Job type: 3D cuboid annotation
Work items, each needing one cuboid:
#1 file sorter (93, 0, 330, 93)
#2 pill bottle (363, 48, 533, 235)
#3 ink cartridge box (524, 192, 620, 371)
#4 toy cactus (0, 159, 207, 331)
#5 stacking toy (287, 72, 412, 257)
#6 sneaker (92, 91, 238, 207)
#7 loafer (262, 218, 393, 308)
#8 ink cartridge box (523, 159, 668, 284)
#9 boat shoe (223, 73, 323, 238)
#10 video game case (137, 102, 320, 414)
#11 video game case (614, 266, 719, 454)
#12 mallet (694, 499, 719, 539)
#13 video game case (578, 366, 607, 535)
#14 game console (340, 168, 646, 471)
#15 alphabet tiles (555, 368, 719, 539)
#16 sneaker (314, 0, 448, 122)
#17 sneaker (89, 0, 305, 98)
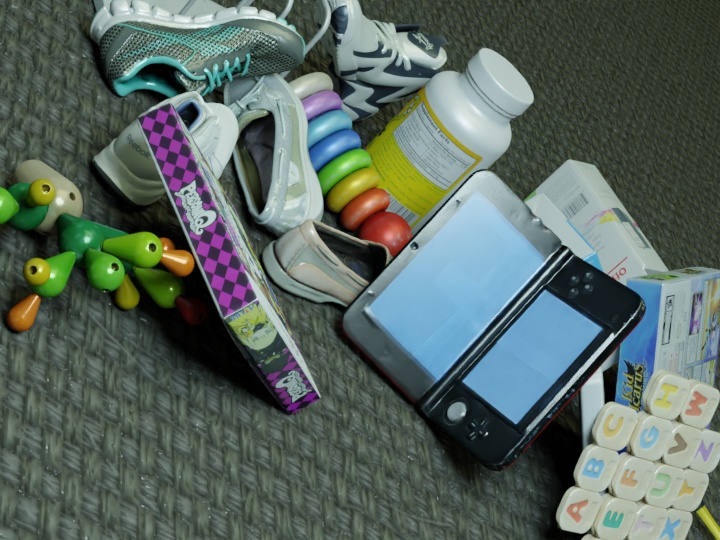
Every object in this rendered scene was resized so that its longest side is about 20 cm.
[{"bbox_3d":[-0.149,-0.276,1.568,0.199,0.125,0.139,21,35,-40],"label":"file sorter"},{"bbox_3d":[0.079,-0.127,1.605,0.104,0.200,0.105,34,28,-22],"label":"pill bottle"},{"bbox_3d":[0.211,0.033,1.646,0.115,0.068,0.201,55,-6,48],"label":"ink cartridge box"},{"bbox_3d":[-0.215,-0.022,1.185,0.199,0.103,0.165,15,21,-42],"label":"toy cactus"},{"bbox_3d":[-0.018,-0.089,1.565,0.201,0.085,0.085,58,28,9],"label":"stacking toy"},{"bbox_3d":[-0.148,-0.115,1.387,0.075,0.087,0.200,44,25,2],"label":"sneaker"},{"bbox_3d":[0.000,0.000,1.468,0.199,0.063,0.072,15,41,-46],"label":"loafer"},{"bbox_3d":[0.260,-0.010,1.797,0.067,0.117,0.201,8,45,-54],"label":"ink cartridge box"},{"bbox_3d":[-0.091,-0.117,1.491,0.065,0.074,0.203,23,41,-45],"label":"boat shoe"},{"bbox_3d":[-0.103,-0.007,1.268,0.201,0.036,0.182,64,0,32],"label":"video game case"},{"bbox_3d":[0.320,0.102,1.674,0.045,0.202,0.181,9,8,32],"label":"video game case"},{"bbox_3d":[0.375,0.289,1.646,0.066,0.041,0.201,-5,60,-59],"label":"mallet"},{"bbox_3d":[0.216,0.131,1.503,0.182,0.023,0.201,-83,167,-58],"label":"video game case"},{"bbox_3d":[0.114,0.040,1.397,0.119,0.200,0.172,47,-7,-39],"label":"game console"},{"bbox_3d":[0.259,0.190,1.452,0.195,0.201,0.015,19,6,-43],"label":"alphabet tiles"},{"bbox_3d":[0.028,-0.236,1.665,0.200,0.129,0.080,79,-11,-57],"label":"sneaker"},{"bbox_3d":[-0.147,-0.188,1.469,0.198,0.078,0.092,0,56,-13],"label":"sneaker"}]
